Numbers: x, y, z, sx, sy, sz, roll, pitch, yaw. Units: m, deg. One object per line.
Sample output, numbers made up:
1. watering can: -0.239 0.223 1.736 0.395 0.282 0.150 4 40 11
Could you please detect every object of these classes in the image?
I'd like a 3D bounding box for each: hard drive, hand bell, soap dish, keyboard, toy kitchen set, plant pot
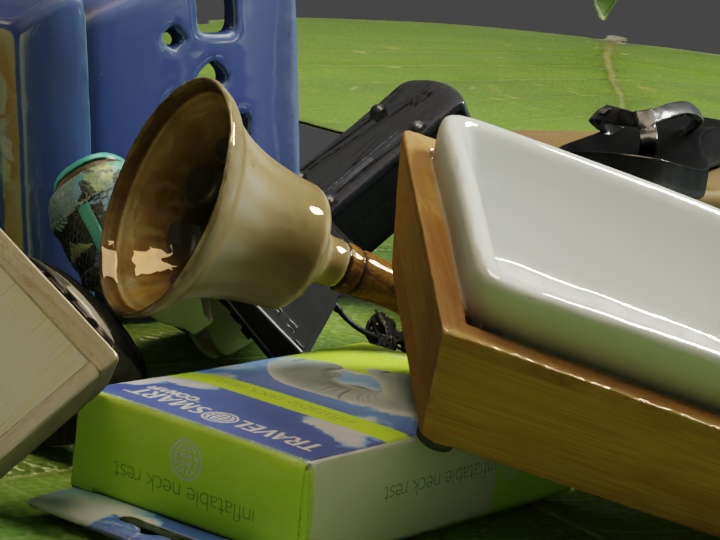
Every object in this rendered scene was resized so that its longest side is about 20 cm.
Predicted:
1. hard drive: 0.006 -0.055 1.410 0.135 0.042 0.200 -40 11 -2
2. hand bell: 0.000 0.000 1.029 0.199 0.104 0.104 21 3 -29
3. soap dish: 0.105 0.028 0.952 0.199 0.081 0.158 20 26 -16
4. keyboard: -0.026 0.010 1.153 0.127 0.021 0.200 46 16 -5
5. toy kitchen set: -0.227 0.049 0.947 0.163 0.180 0.200 -42 -6 -23
6. plant pot: -0.162 -0.081 1.275 0.199 0.201 0.180 14 21 37

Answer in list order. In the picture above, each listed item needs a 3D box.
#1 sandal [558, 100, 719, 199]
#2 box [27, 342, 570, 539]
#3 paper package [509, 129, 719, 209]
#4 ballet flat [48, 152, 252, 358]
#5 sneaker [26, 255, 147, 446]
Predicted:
1. sandal: 0.143 -0.068 1.207 0.076 0.043 0.200 7 12 13
2. box: -0.019 0.071 0.951 0.122 0.048 0.200 14 13 37
3. paper package: 0.174 -0.010 1.297 0.190 0.104 0.200 0 13 -17
4. ballet flat: -0.082 0.008 1.163 0.074 0.075 0.200 13 -8 32
5. sneaker: -0.135 0.026 1.060 0.087 0.076 0.200 4 10 -39
